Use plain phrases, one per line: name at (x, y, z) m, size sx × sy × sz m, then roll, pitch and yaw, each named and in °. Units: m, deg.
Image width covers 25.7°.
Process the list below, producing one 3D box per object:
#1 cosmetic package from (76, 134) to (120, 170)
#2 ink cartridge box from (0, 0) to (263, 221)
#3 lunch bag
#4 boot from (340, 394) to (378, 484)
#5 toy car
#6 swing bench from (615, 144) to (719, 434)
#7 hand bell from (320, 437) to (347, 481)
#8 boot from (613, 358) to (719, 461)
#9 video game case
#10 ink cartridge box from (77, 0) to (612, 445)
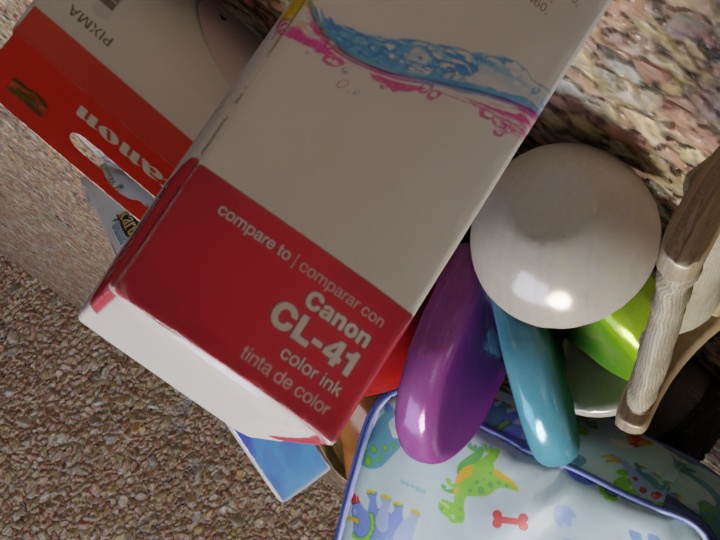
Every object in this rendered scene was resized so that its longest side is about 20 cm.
cosmetic package at (-0.125, -0.103, 0.988) m, size 0.102 × 0.074 × 0.199 m, roll 45°, pitch 164°, yaw -34°
ink cartridge box at (-0.090, -0.087, 0.775) m, size 0.162 × 0.057 × 0.200 m, roll 40°, pitch -164°, yaw -15°
lunch bag at (0.086, 0.148, 0.819) m, size 0.199 × 0.162 × 0.082 m, roll 26°, pitch -155°, yaw 17°
boot at (-0.042, 0.040, 0.910) m, size 0.154 × 0.077 × 0.202 m, roll 6°, pitch 118°, yaw 14°
toy car at (0.051, 0.015, 0.738) m, size 0.199 × 0.150 × 0.175 m, roll 31°, pitch 167°, yaw 26°
swing bench at (0.190, 0.033, 0.474) m, size 0.200 × 0.130 × 0.199 m, roll 39°, pitch 170°, yaw 15°
hand bell at (0.070, 0.094, 1.091) m, size 0.104 × 0.105 × 0.199 m, roll 27°, pitch -166°, yaw 37°
boot at (0.136, 0.063, 0.923) m, size 0.131 × 0.070 × 0.200 m, roll 39°, pitch 158°, yaw 4°
video game case at (-0.107, 0.034, 1.074) m, size 0.201 × 0.045 × 0.181 m, roll 60°, pitch 174°, yaw -30°
ink cartridge box at (-0.002, -0.047, 0.526) m, size 0.085 × 0.201 × 0.148 m, roll 36°, pitch 169°, yaw -7°
